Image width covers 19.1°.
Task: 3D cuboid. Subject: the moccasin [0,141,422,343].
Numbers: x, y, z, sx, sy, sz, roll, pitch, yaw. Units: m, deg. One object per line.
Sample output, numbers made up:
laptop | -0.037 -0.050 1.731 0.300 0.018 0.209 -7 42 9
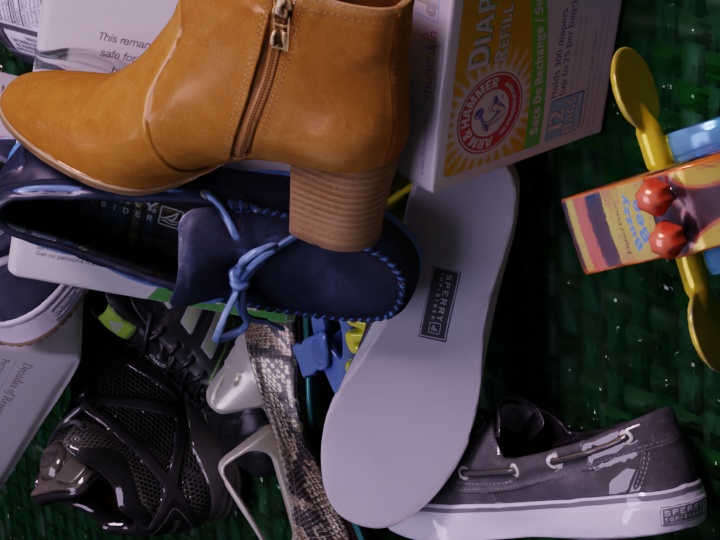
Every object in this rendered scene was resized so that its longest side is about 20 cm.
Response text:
moccasin | -0.074 -0.007 0.981 0.200 0.068 0.081 11 122 9

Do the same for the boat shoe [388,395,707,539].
boat shoe | 0.081 0.093 1.034 0.200 0.070 0.066 -7 94 53

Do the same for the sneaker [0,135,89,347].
sneaker | -0.169 -0.067 1.175 0.070 0.200 0.109 1 140 29

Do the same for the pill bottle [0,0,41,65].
pill bottle | -0.138 -0.155 1.174 0.200 0.106 0.106 20 121 48

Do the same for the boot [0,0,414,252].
boot | -0.068 -0.097 0.916 0.201 0.071 0.144 19 132 18

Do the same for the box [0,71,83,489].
box | -0.256 0.007 1.318 0.200 0.131 0.199 128 147 -49

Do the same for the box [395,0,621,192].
box | 0.046 -0.151 0.926 0.101 0.112 0.200 34 132 38

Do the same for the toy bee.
toy bee | 0.135 -0.035 0.866 0.131 0.109 0.200 61 144 17

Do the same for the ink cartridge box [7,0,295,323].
ink cartridge box | -0.084 -0.089 1.040 0.083 0.146 0.200 -85 7 -63

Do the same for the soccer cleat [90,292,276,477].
soccer cleat | -0.107 0.036 1.242 0.068 0.081 0.200 -40 73 53

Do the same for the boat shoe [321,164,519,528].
boat shoe | 0.034 0.028 1.033 0.069 0.057 0.200 19 105 3

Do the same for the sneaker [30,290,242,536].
sneaker | -0.160 0.074 1.307 0.076 0.114 0.200 -42 68 52

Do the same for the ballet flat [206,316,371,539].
ballet flat | -0.045 0.093 1.186 0.068 0.075 0.200 -95 -8 -79

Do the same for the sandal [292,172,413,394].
sandal | 0.000 0.000 1.092 0.087 0.079 0.200 32 128 46
